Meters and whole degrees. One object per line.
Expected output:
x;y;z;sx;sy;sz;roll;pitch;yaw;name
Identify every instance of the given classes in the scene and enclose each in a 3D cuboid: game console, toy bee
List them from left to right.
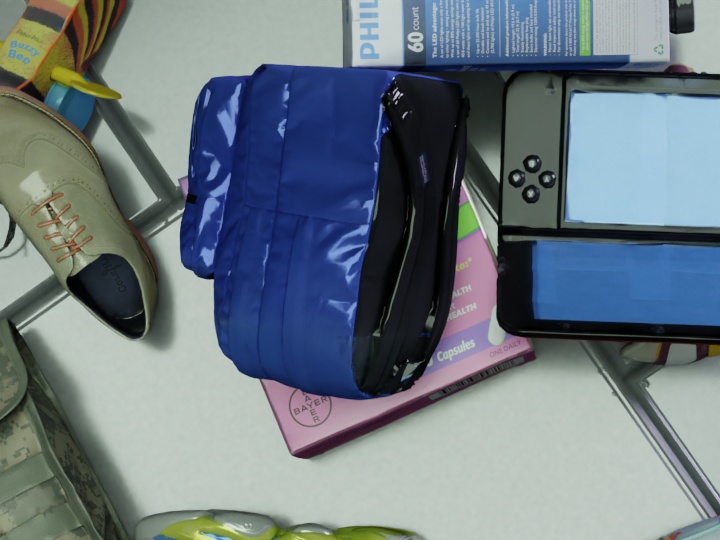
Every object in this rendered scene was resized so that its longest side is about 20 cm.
-0.224;-0.120;1.680;0.130;0.109;0.201;1;76;17;toy bee
0.187;-0.043;1.570;0.199;0.119;0.173;2;91;2;game console

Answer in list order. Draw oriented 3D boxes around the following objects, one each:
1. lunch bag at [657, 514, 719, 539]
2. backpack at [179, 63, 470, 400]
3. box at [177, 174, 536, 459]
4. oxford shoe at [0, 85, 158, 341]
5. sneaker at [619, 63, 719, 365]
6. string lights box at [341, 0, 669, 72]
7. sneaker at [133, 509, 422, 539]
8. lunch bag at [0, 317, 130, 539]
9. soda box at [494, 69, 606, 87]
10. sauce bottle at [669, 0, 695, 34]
0.272;0.233;1.627;0.199;0.077;0.161;-21;84;3;lunch bag
-0.023;-0.024;1.544;0.167;0.162;0.201;5;93;26;backpack
0.000;0.000;1.662;0.175;0.097;0.201;-23;82;2;box
-0.192;-0.037;1.644;0.071;0.074;0.200;-35;119;7;oxford shoe
0.201;-0.038;1.660;0.090;0.075;0.201;-7;83;-2;sneaker
0.089;-0.177;1.547;0.199;0.059;0.103;-1;91;-5;string lights box
-0.056;0.216;1.657;0.199;0.076;0.106;5;85;4;sneaker
-0.264;0.149;1.662;0.164;0.118;0.201;-30;77;1;lunch bag
0.111;-0.161;1.683;0.063;0.068;0.200;-33;82;3;soda box
0.117;-0.167;1.616;0.199;0.066;0.066;-1;84;7;sauce bottle
